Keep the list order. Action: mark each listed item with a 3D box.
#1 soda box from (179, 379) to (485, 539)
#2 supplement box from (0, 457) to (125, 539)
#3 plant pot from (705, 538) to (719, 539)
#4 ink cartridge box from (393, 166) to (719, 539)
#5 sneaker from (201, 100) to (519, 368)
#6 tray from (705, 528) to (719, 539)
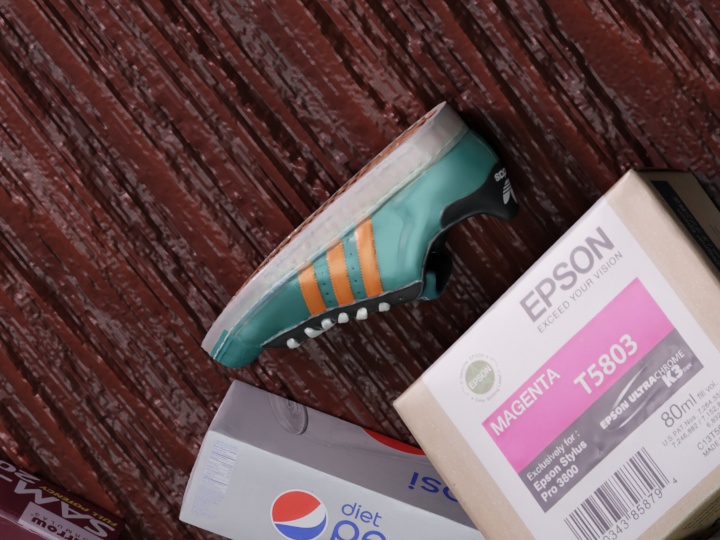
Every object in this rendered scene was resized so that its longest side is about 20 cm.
[{"bbox_3d":[0.005,0.134,1.702,0.199,0.068,0.064,20,116,3],"label":"soda box"},{"bbox_3d":[-0.229,0.214,1.785,0.108,0.061,0.201,27,115,-1],"label":"supplement box"},{"bbox_3d":[0.206,0.262,1.518,0.199,0.184,0.201,-4,109,-12],"label":"plant pot"},{"bbox_3d":[0.139,0.070,1.610,0.200,0.075,0.165,-46,68,24],"label":"ink cartridge box"},{"bbox_3d":[0.000,0.000,1.647,0.200,0.071,0.080,-41,95,21],"label":"sneaker"},{"bbox_3d":[0.222,0.053,1.615,0.107,0.022,0.201,25,102,33],"label":"tray"}]
